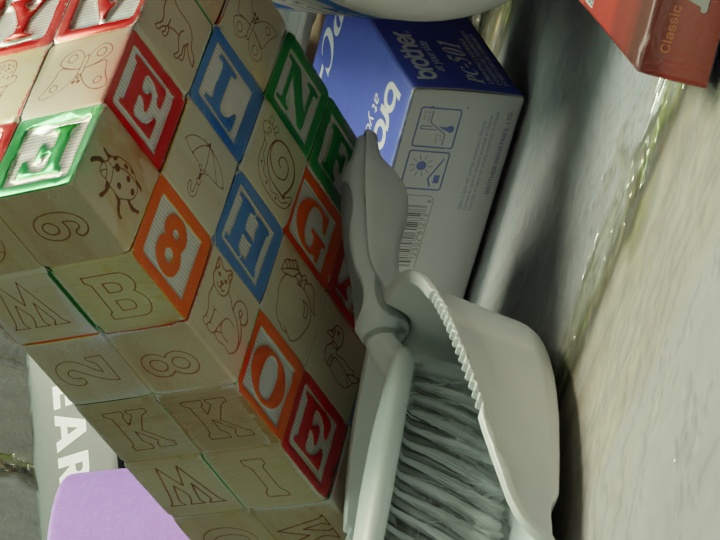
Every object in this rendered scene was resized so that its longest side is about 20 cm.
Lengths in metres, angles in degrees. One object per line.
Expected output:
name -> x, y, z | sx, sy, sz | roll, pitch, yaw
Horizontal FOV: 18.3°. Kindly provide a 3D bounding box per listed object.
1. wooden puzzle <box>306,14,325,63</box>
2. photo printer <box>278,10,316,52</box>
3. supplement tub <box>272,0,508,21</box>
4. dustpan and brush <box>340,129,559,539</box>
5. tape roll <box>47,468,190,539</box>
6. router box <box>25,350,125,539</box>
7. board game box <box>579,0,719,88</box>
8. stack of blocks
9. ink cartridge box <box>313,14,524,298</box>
wooden puzzle -> -0.015, -0.021, 1.058 | 0.201, 0.046, 0.186 | -91, 3, -49
photo printer -> -0.068, -0.052, 0.927 | 0.166, 0.069, 0.201 | 125, 158, -73
supplement tub -> -0.017, -0.148, 0.716 | 0.200, 0.131, 0.133 | 17, 95, 64
dustpan and brush -> 0.015, 0.035, 0.625 | 0.140, 0.057, 0.201 | 108, 173, -46
tape roll -> -0.062, 0.168, 0.785 | 0.200, 0.065, 0.201 | -5, -90, -89
router box -> -0.094, 0.061, 1.057 | 0.149, 0.051, 0.201 | 29, -132, -55
board game box -> 0.088, -0.149, 0.506 | 0.103, 0.019, 0.201 | -101, 24, -74
stack of blocks -> -0.040, 0.001, 0.675 | 0.200, 0.058, 0.116 | 55, -142, -39
ink cartridge box -> 0.000, 0.000, 0.818 | 0.094, 0.044, 0.201 | -118, 37, -53
